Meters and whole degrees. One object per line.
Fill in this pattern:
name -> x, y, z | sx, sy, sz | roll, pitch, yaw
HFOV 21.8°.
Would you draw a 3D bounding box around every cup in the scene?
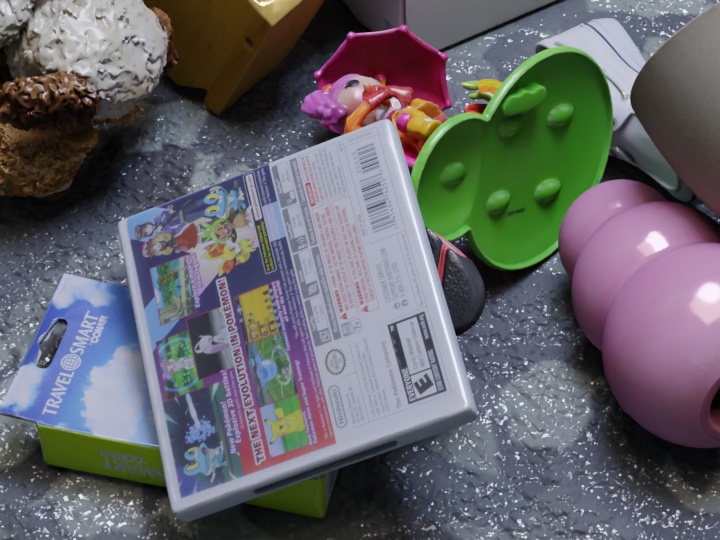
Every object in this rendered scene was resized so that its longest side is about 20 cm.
cup -> 0.278, -0.078, 1.104 | 0.200, 0.200, 0.144 | -16, 71, -13

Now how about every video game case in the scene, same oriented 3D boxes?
video game case -> -0.041, 0.026, 1.087 | 0.182, 0.023, 0.200 | -20, 60, 10

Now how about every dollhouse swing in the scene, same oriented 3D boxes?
dollhouse swing -> -0.086, -0.263, 1.328 | 0.200, 0.182, 0.176 | 47, 58, 4

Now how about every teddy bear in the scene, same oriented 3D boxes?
teddy bear -> -0.231, -0.113, 1.314 | 0.145, 0.067, 0.200 | -16, 42, -26

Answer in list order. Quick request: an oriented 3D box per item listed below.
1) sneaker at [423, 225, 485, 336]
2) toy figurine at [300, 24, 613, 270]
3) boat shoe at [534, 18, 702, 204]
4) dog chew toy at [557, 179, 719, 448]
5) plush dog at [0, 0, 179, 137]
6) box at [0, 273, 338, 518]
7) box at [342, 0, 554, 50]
sneaker -> 0.000, 0.000, 1.162 | 0.200, 0.087, 0.074 | 13, 85, 33
toy figurine -> 0.035, -0.095, 1.237 | 0.184, 0.151, 0.200 | 25, 28, 37
boat shoe -> 0.180, -0.103, 1.289 | 0.067, 0.074, 0.200 | -15, 36, -11
dog chew toy -> 0.187, 0.016, 1.146 | 0.124, 0.125, 0.200 | -17, 41, -14
plush dog -> -0.202, -0.172, 1.240 | 0.172, 0.161, 0.200 | 42, 43, 7
box -> -0.104, 0.074, 1.140 | 0.199, 0.048, 0.122 | 10, 48, 9
box -> 0.081, -0.263, 1.405 | 0.200, 0.109, 0.128 | -25, 52, -21
